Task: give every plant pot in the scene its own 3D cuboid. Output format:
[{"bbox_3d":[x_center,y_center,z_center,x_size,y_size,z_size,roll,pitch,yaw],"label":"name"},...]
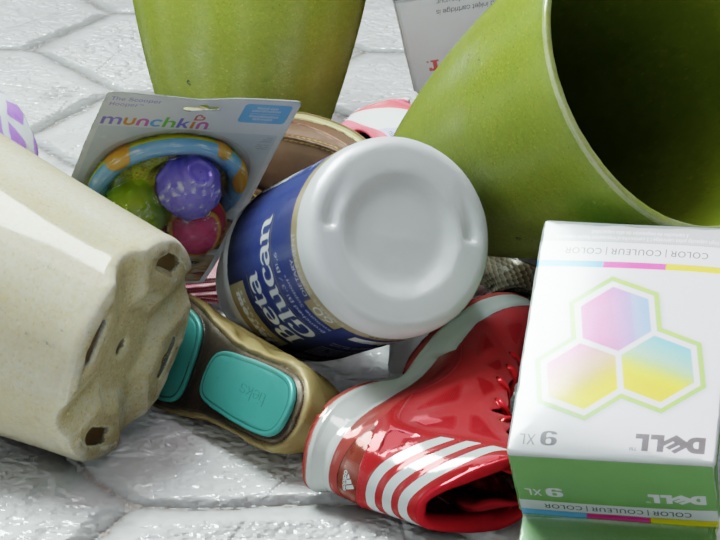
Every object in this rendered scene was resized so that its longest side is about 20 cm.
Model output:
[{"bbox_3d":[0.114,-0.081,1.308,0.187,0.188,0.200,-17,-5,-40],"label":"plant pot"},{"bbox_3d":[-0.202,0.012,1.262,0.183,0.201,0.200,23,27,18],"label":"plant pot"},{"bbox_3d":[-0.082,-0.161,1.662,0.187,0.200,0.187,2,21,-1],"label":"plant pot"}]

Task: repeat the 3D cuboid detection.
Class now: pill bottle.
[{"bbox_3d":[-0.015,-0.005,1.304,0.111,0.111,0.200,-7,-6,-22],"label":"pill bottle"}]

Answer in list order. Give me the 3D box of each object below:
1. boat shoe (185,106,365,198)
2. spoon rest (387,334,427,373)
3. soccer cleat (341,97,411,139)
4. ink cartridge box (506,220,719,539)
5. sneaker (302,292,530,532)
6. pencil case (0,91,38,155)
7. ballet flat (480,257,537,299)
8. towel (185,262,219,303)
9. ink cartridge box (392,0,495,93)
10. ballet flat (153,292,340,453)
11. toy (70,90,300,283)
[{"bbox_3d":[-0.083,-0.071,1.569,0.200,0.072,0.068,10,24,27],"label":"boat shoe"},{"bbox_3d":[0.000,0.000,1.454,0.099,0.061,0.200,-7,24,-23],"label":"spoon rest"},{"bbox_3d":[0.056,-0.065,1.542,0.076,0.067,0.200,-28,37,-29],"label":"soccer cleat"},{"bbox_3d":[0.133,0.071,1.143,0.104,0.059,0.200,3,54,15],"label":"ink cartridge box"},{"bbox_3d":[0.070,0.088,1.244,0.115,0.078,0.200,27,43,30],"label":"sneaker"},{"bbox_3d":[-0.313,-0.068,1.571,0.085,0.084,0.200,-27,-1,37],"label":"pencil case"},{"bbox_3d":[0.064,-0.010,1.515,0.067,0.046,0.200,10,9,-40],"label":"ballet flat"},{"bbox_3d":[-0.171,-0.015,1.529,0.144,0.023,0.200,-4,21,-11],"label":"towel"},{"bbox_3d":[0.090,-0.240,1.623,0.144,0.200,0.084,-9,29,9],"label":"ink cartridge box"},{"bbox_3d":[-0.078,0.062,1.309,0.063,0.069,0.200,21,6,-44],"label":"ballet flat"},{"bbox_3d":[-0.116,-0.030,1.338,0.115,0.200,0.047,1,61,-23],"label":"toy"}]
